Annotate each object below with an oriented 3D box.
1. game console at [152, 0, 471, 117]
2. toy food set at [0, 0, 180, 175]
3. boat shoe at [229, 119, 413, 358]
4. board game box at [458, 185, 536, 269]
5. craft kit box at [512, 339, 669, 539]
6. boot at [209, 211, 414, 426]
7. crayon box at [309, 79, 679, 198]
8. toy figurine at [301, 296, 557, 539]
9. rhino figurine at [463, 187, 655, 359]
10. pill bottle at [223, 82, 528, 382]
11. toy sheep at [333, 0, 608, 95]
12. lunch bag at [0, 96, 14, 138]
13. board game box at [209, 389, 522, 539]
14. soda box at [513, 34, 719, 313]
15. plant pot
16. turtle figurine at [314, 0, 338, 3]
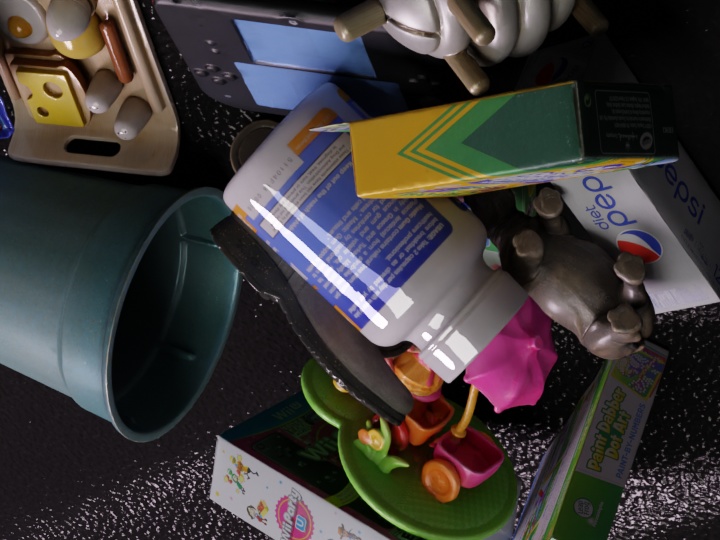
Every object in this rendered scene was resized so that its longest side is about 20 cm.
[{"bbox_3d":[-0.028,-0.141,1.608,0.198,0.031,0.177,8,167,13],"label":"game console"},{"bbox_3d":[-0.226,-0.152,1.741,0.142,0.061,0.201,6,138,22],"label":"toy food set"},{"bbox_3d":[-0.021,-0.025,1.738,0.201,0.072,0.068,57,178,3],"label":"boat shoe"},{"bbox_3d":[0.065,-0.019,1.763,0.134,0.029,0.201,12,140,15],"label":"board game box"},{"bbox_3d":[0.158,0.177,1.801,0.048,0.201,0.198,23,143,2],"label":"craft kit box"},{"bbox_3d":[0.000,0.000,1.671,0.200,0.131,0.068,49,178,0],"label":"boot"},{"bbox_3d":[0.084,-0.079,1.499,0.199,0.125,0.052,-7,88,36],"label":"crayon box"},{"bbox_3d":[0.066,0.071,1.773,0.200,0.150,0.185,42,131,17],"label":"toy figurine"},{"bbox_3d":[0.125,-0.013,1.622,0.200,0.060,0.088,42,166,23],"label":"rhino figurine"},{"bbox_3d":[0.014,-0.021,1.597,0.200,0.112,0.112,44,141,1],"label":"pill bottle"},{"bbox_3d":[0.074,-0.186,1.456,0.138,0.199,0.138,50,154,35],"label":"toy sheep"},{"bbox_3d":[-0.349,-0.188,1.726,0.150,0.094,0.201,28,139,43],"label":"lunch bag"},{"bbox_3d":[0.003,0.173,1.867,0.199,0.147,0.065,27,123,30],"label":"board game box"},{"bbox_3d":[0.181,-0.064,1.616,0.063,0.069,0.200,-13,128,39],"label":"soda box"},{"bbox_3d":[-0.222,0.008,1.832,0.195,0.201,0.201,17,142,22],"label":"plant pot"},{"bbox_3d":[-0.044,-0.230,1.529,0.149,0.101,0.200,29,150,2],"label":"turtle figurine"}]
